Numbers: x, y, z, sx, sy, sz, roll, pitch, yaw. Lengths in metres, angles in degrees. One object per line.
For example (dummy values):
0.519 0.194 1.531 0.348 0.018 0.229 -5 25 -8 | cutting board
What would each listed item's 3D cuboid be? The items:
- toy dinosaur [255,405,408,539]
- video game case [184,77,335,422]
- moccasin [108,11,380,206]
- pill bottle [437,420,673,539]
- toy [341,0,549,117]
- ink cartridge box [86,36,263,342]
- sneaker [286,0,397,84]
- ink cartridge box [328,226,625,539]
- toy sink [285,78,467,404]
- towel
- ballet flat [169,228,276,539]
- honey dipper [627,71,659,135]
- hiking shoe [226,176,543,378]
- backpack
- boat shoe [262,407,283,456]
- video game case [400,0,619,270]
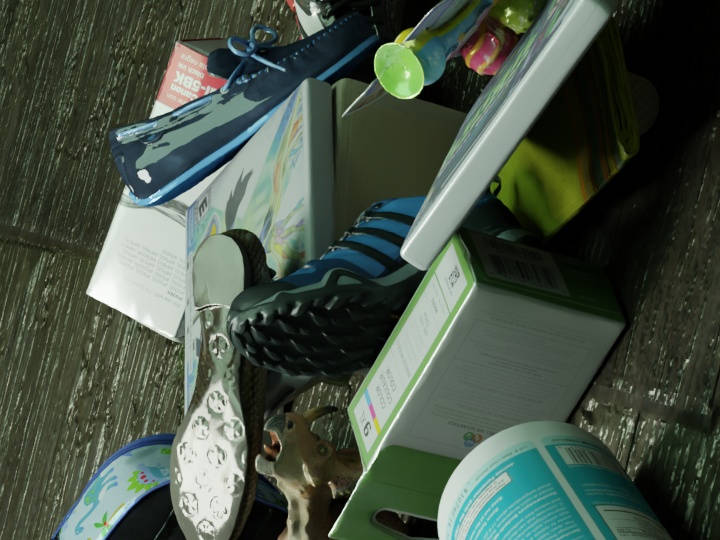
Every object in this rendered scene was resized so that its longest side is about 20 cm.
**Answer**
-0.007 0.166 1.727 0.136 0.085 0.200 -69 -20 -7 | toy dinosaur
-0.067 0.005 1.773 0.182 0.022 0.201 -44 39 48 | video game case
-0.083 -0.119 1.834 0.199 0.068 0.080 -33 -5 6 | moccasin
0.119 0.173 1.453 0.111 0.110 0.200 -65 26 20 | pill bottle
0.083 -0.151 1.689 0.047 0.200 0.115 50 136 8 | toy
-0.106 -0.062 2.000 0.201 0.083 0.147 -69 -16 13 | ink cartridge box
-0.012 -0.181 1.902 0.098 0.070 0.201 87 167 -56 | sneaker
0.062 0.077 1.633 0.201 0.103 0.059 -61 28 28 | ink cartridge box
0.000 0.000 1.795 0.130 0.111 0.201 -35 46 55 | toy sink
0.115 -0.070 1.641 0.200 0.018 0.087 130 135 -63 | towel
-0.079 0.074 1.697 0.067 0.046 0.201 7 96 36 | ballet flat
0.125 -0.117 1.692 0.200 0.038 0.038 34 107 67 | honey dipper
0.008 0.004 1.655 0.075 0.199 0.087 93 156 -43 | hiking shoe
-0.133 0.216 1.873 0.201 0.182 0.147 -58 25 8 | backpack
-0.082 0.047 1.987 0.063 0.072 0.201 11 91 62 | boat shoe
0.099 -0.115 1.574 0.200 0.023 0.182 -55 4 32 | video game case
